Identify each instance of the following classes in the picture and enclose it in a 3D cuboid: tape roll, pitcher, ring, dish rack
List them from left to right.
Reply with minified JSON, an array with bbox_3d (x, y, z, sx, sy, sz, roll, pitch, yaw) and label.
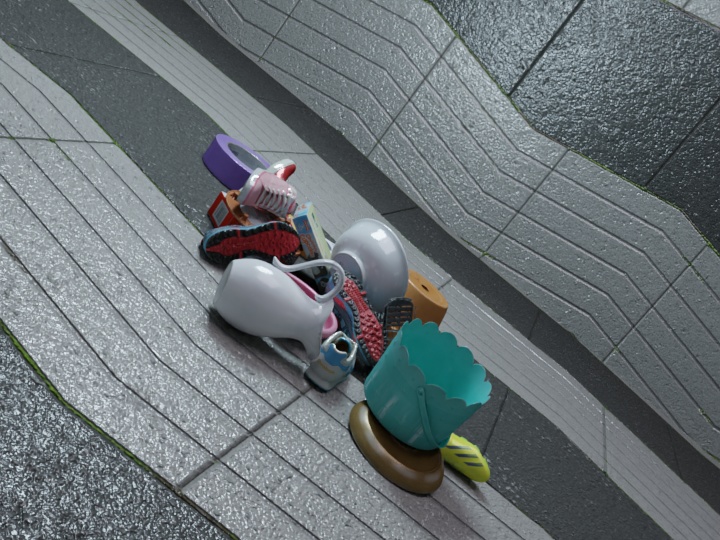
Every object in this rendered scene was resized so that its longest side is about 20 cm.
[{"bbox_3d":[-0.295,-0.253,2.115,0.199,0.066,0.201,37,15,-11],"label":"tape roll"},{"bbox_3d":[-0.198,-0.105,1.782,0.199,0.019,0.201,36,18,-14],"label":"ring"},{"bbox_3d":[-0.135,0.037,1.443,0.198,0.174,0.121,25,-2,-17],"label":"pitcher"},{"bbox_3d":[0.083,0.155,1.645,0.054,0.204,0.153,5,1,26],"label":"dish rack"}]

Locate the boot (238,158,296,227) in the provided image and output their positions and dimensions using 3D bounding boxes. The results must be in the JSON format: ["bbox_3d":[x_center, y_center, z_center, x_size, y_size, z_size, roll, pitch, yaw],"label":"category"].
[{"bbox_3d":[-0.187,-0.167,1.988,0.144,0.073,0.200,41,53,5],"label":"boot"}]

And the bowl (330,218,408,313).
[{"bbox_3d":[0.000,0.000,1.765,0.090,0.203,0.201,-18,55,-45],"label":"bowl"}]

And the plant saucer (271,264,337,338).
[{"bbox_3d":[-0.135,0.068,1.604,0.199,0.051,0.201,34,16,-11],"label":"plant saucer"}]

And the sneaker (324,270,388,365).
[{"bbox_3d":[-0.013,0.105,1.693,0.078,0.096,0.202,-9,65,-36],"label":"sneaker"}]

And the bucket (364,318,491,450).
[{"bbox_3d":[0.113,0.201,1.471,0.205,0.135,0.208,30,26,-16],"label":"bucket"}]

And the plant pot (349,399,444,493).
[{"bbox_3d":[0.069,0.291,1.449,0.198,0.028,0.201,31,24,-15],"label":"plant pot"}]

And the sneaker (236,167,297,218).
[{"bbox_3d":[-0.187,-0.158,1.773,0.104,0.076,0.200,35,13,0],"label":"sneaker"}]

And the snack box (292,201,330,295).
[{"bbox_3d":[-0.093,-0.040,1.848,0.116,0.036,0.203,-84,155,-72],"label":"snack box"}]

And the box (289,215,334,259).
[{"bbox_3d":[-0.104,-0.052,2.045,0.198,0.042,0.119,31,17,-21],"label":"box"}]

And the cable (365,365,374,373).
[{"bbox_3d":[0.013,0.158,1.751,0.097,0.050,0.202,26,31,-45],"label":"cable"}]

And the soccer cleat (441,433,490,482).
[{"bbox_3d":[0.155,0.328,1.571,0.200,0.065,0.084,45,45,5],"label":"soccer cleat"}]

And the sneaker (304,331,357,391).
[{"bbox_3d":[-0.038,0.153,1.540,0.076,0.081,0.200,37,13,1],"label":"sneaker"}]

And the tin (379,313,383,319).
[{"bbox_3d":[0.016,0.053,1.890,0.042,0.112,0.201,24,22,-43],"label":"tin"}]

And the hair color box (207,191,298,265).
[{"bbox_3d":[-0.223,-0.086,1.816,0.198,0.062,0.102,25,21,-40],"label":"hair color box"}]

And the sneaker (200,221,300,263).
[{"bbox_3d":[-0.215,-0.065,1.649,0.197,0.081,0.095,-1,17,-26],"label":"sneaker"}]

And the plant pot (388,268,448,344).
[{"bbox_3d":[0.109,0.092,1.949,0.199,0.141,0.201,36,16,-12],"label":"plant pot"}]
